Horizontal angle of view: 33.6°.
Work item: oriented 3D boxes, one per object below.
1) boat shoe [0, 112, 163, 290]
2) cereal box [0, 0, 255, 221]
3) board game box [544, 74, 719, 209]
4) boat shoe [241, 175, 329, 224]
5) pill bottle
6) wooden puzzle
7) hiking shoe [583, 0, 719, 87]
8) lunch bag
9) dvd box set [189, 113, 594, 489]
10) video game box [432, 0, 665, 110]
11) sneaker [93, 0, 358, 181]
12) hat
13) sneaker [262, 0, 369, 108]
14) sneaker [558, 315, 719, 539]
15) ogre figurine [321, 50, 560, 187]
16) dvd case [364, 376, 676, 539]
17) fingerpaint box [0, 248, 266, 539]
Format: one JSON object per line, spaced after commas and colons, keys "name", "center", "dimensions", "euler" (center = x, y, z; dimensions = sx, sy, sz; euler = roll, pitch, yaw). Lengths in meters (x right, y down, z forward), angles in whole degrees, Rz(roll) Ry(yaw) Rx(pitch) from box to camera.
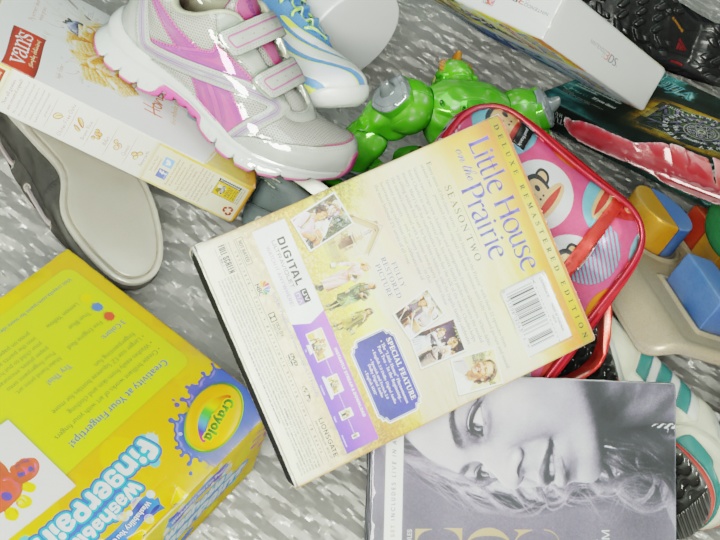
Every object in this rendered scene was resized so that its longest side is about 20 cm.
{"name": "boat shoe", "center": [-0.196, -0.059, 0.825], "dimensions": [0.066, 0.057, 0.201], "euler": [-24, 67, -30]}
{"name": "cereal box", "center": [-0.166, -0.125, 0.834], "dimensions": [0.199, 0.040, 0.144], "euler": [26, 30, -23]}
{"name": "board game box", "center": [0.263, -0.118, 1.008], "dimensions": [0.134, 0.028, 0.200], "euler": [-23, 42, -34]}
{"name": "boat shoe", "center": [0.000, 0.000, 0.845], "dimensions": [0.200, 0.073, 0.062], "euler": [41, 92, 8]}
{"name": "pill bottle", "center": [-0.059, -0.259, 0.997], "dimensions": [0.115, 0.116, 0.201], "euler": [-19, 59, -32]}
{"name": "wooden puzzle", "center": [0.260, 0.003, 0.887], "dimensions": [0.198, 0.047, 0.186], "euler": [11, 36, -26]}
{"name": "hiking shoe", "center": [0.266, -0.223, 1.108], "dimensions": [0.199, 0.076, 0.101], "euler": [27, 2, -12]}
{"name": "lunch bag", "center": [0.082, 0.013, 0.768], "dimensions": [0.176, 0.082, 0.201], "euler": [37, 89, -7]}
{"name": "dvd box set", "center": [0.020, 0.015, 0.687], "dimensions": [0.199, 0.029, 0.148], "euler": [-25, 92, -14]}
{"name": "video game box", "center": [0.132, -0.207, 0.972], "dimensions": [0.182, 0.047, 0.199], "euler": [32, 10, 35]}
{"name": "sneaker", "center": [-0.081, -0.136, 0.805], "dimensions": [0.199, 0.089, 0.081], "euler": [34, 27, -1]}
{"name": "hat", "center": [0.262, -0.016, 0.833], "dimensions": [0.175, 0.166, 0.201], "euler": [-23, 54, -13]}
{"name": "sneaker", "center": [-0.069, -0.193, 0.892], "dimensions": [0.199, 0.106, 0.075], "euler": [27, 26, 31]}
{"name": "sneaker", "center": [0.194, 0.095, 0.825], "dimensions": [0.093, 0.071, 0.201], "euler": [7, 40, -42]}
{"name": "ogre figurine", "center": [0.069, -0.091, 0.894], "dimensions": [0.198, 0.120, 0.099], "euler": [17, 47, -6]}
{"name": "dvd case", "center": [0.099, 0.139, 0.718], "dimensions": [0.198, 0.016, 0.151], "euler": [4, 83, -14]}
{"name": "fingerpaint box", "center": [-0.175, 0.107, 0.665], "dimensions": [0.166, 0.074, 0.200], "euler": [35, 47, 12]}
